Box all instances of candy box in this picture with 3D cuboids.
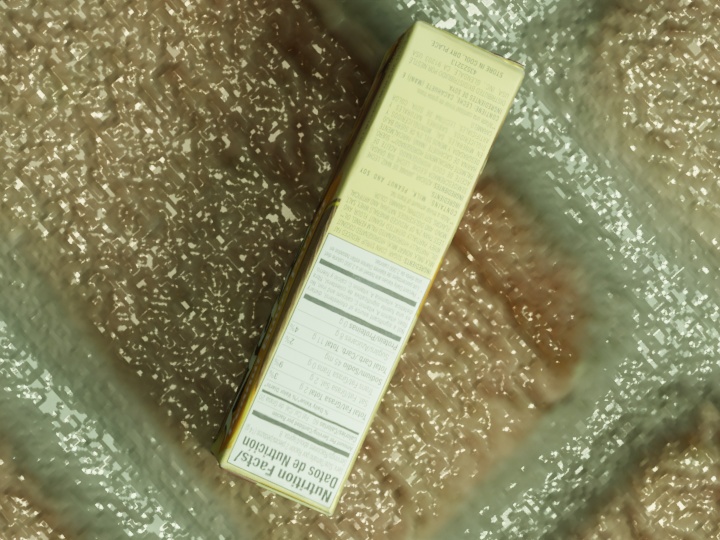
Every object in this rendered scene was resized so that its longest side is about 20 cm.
[{"bbox_3d":[0.000,0.000,1.017,0.055,0.115,0.201,23,86,-4],"label":"candy box"}]
